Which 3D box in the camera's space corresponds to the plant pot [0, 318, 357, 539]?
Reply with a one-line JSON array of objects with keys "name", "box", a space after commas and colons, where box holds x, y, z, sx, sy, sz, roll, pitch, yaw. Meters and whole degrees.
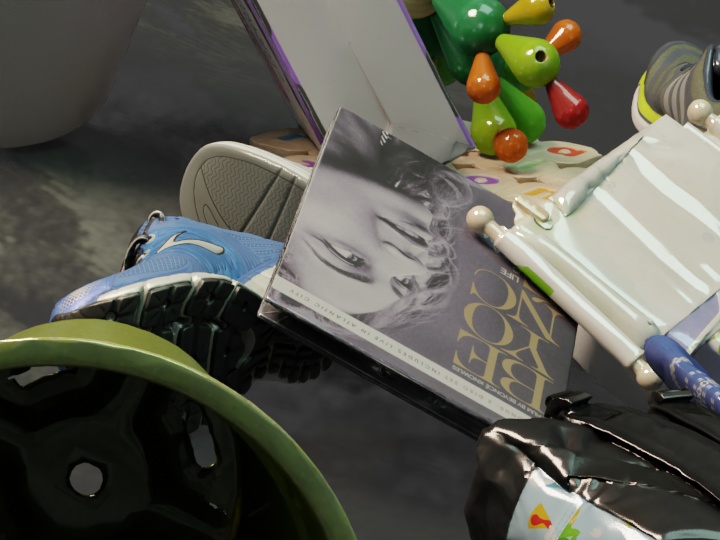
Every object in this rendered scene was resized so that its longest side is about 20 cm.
[{"name": "plant pot", "box": [-0.100, 0.097, 0.890, 0.199, 0.201, 0.190, 15, 11, -7]}]

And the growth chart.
[{"name": "growth chart", "box": [0.165, -0.014, 1.286, 0.200, 0.018, 0.145, -28, 69, -39]}]

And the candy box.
[{"name": "candy box", "box": [-0.025, -0.143, 1.385, 0.071, 0.168, 0.200, -29, 20, -2]}]

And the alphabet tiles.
[{"name": "alphabet tiles", "box": [0.042, -0.056, 1.444, 0.200, 0.015, 0.195, 13, 19, 29]}]

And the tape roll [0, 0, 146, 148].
[{"name": "tape roll", "box": [-0.207, -0.183, 1.379, 0.202, 0.139, 0.203, 16, 39, -14]}]

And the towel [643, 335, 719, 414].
[{"name": "towel", "box": [0.220, 0.106, 1.170, 0.145, 0.024, 0.200, 43, -3, -42]}]

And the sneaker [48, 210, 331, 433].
[{"name": "sneaker", "box": [-0.085, 0.021, 1.187, 0.089, 0.079, 0.200, 22, 15, 26]}]

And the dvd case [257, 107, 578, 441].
[{"name": "dvd case", "box": [0.036, 0.004, 1.217, 0.148, 0.016, 0.200, 30, 30, -7]}]

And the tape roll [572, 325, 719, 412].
[{"name": "tape roll", "box": [0.209, 0.026, 1.378, 0.202, 0.071, 0.203, 15, 24, -7]}]

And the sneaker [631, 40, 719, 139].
[{"name": "sneaker", "box": [0.204, -0.093, 1.444, 0.074, 0.081, 0.200, 14, 23, -11]}]

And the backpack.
[{"name": "backpack", "box": [0.157, 0.139, 1.034, 0.163, 0.154, 0.200, 3, 8, -44]}]

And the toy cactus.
[{"name": "toy cactus", "box": [0.060, -0.143, 1.462, 0.165, 0.102, 0.200, 49, 2, -15]}]

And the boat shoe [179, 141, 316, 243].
[{"name": "boat shoe", "box": [0.001, -0.001, 1.290, 0.202, 0.075, 0.065, 28, 19, 12]}]
